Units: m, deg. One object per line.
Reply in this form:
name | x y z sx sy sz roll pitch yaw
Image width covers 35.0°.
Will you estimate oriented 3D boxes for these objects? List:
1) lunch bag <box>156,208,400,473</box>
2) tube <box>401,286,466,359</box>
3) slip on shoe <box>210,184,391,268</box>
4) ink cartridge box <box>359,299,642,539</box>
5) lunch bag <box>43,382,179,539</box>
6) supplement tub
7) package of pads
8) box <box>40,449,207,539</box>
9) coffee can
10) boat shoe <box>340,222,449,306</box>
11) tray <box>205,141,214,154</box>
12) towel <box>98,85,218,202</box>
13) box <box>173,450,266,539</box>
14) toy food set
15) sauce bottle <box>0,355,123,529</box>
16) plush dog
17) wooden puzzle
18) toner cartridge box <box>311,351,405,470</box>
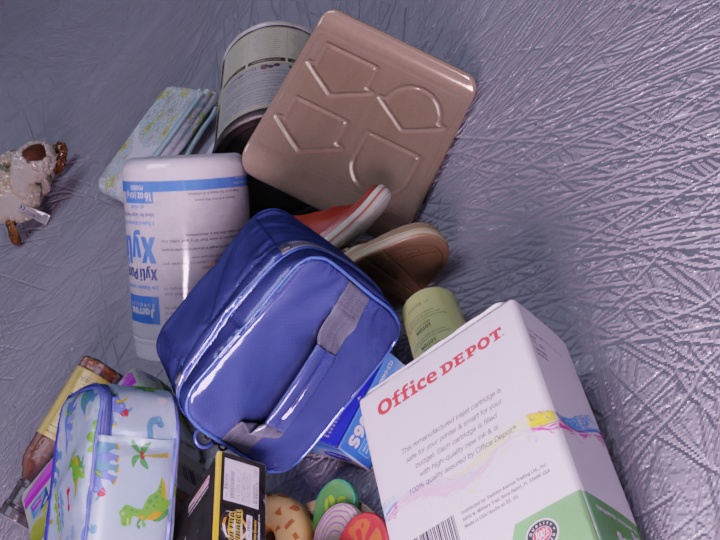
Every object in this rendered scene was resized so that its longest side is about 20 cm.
lunch bag | -0.074 0.067 0.957 0.201 0.135 0.132 -52 30 2
tube | 0.078 0.096 0.906 0.201 0.051 0.059 -105 17 -47
slip on shoe | -0.059 -0.029 1.096 0.198 0.062 0.074 -32 -5 5
ink cartridge box | 0.092 0.145 0.768 0.144 0.084 0.202 -35 44 22
lunch bag | -0.210 0.197 0.941 0.160 0.081 0.203 166 110 -64
supplement tub | -0.175 -0.017 1.175 0.131 0.130 0.203 6 100 53
package of pads | -0.262 0.216 1.185 0.201 0.068 0.154 -50 31 1
box | -0.229 0.259 1.076 0.200 0.095 0.078 -47 32 7
coffee can | -0.094 -0.173 1.312 0.146 0.146 0.202 -33 35 24
boat shoe | 0.000 0.000 1.081 0.199 0.071 0.065 -29 37 32
tray | -0.160 -0.139 1.479 0.199 0.022 0.108 7 63 54
towel | -0.295 -0.183 1.677 0.201 0.048 0.171 -55 29 -9
box | -0.133 0.269 0.900 0.201 0.049 0.161 -56 27 36
toy food set | -0.051 0.259 0.892 0.196 0.049 0.202 -22 41 38
sauce bottle | -0.344 0.198 1.315 0.066 0.066 0.202 6 63 54
plush dog | -0.582 -0.150 1.950 0.197 0.162 0.172 -9 27 9
wooden puzzle | 0.000 -0.146 1.174 0.202 0.183 0.046 -63 -5 -17
toner cartridge box | -0.042 0.113 1.041 0.199 0.043 0.096 6 62 54
